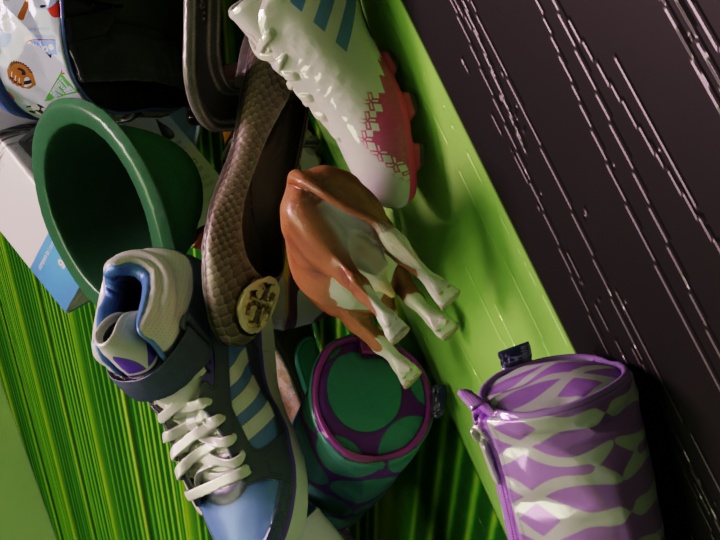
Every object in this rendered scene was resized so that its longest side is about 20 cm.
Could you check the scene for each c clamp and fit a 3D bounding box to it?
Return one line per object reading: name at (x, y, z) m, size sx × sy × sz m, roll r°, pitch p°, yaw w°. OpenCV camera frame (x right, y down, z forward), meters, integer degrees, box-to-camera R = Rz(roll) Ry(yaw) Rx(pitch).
c clamp at (-0.071, -0.164, 1.085) m, size 0.027 × 0.171 × 0.201 m, roll 5°, pitch 104°, yaw 23°

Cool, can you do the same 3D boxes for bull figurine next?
bull figurine at (0.000, 0.000, 1.023) m, size 0.121 × 0.065 × 0.200 m, roll 44°, pitch 177°, yaw 14°

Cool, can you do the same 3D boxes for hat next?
hat at (-0.117, -0.065, 1.236) m, size 0.200 × 0.176 × 0.166 m, roll -8°, pitch 104°, yaw 57°

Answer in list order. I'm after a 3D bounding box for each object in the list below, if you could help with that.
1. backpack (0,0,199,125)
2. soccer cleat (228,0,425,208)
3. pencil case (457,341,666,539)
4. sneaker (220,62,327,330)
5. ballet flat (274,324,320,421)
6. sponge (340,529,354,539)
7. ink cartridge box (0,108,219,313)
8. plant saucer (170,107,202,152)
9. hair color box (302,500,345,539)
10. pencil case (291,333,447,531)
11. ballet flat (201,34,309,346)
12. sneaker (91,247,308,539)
backpack at (-0.201, -0.191, 1.248) m, size 0.190 × 0.153 × 0.201 m, roll -31°, pitch -67°, yaw -73°
soccer cleat at (-0.028, -0.126, 1.012) m, size 0.070 × 0.086 × 0.201 m, roll 165°, pitch 89°, yaw -71°
pencil case at (0.107, 0.139, 0.858) m, size 0.084 × 0.085 × 0.201 m, roll 14°, pitch 119°, yaw 67°
sneaker at (-0.073, -0.054, 1.193) m, size 0.201 × 0.090 × 0.075 m, roll 63°, pitch 158°, yaw 23°
ballet flat at (-0.068, 0.043, 1.274) m, size 0.067 × 0.068 × 0.201 m, roll -5°, pitch 104°, yaw 28°
sponge at (-0.050, 0.188, 1.268) m, size 0.200 × 0.030 × 0.112 m, roll 45°, pitch -173°, yaw -45°
ink cartridge box at (-0.225, -0.090, 1.370) m, size 0.200 × 0.144 × 0.084 m, roll 49°, pitch 139°, yaw 10°
plant saucer at (-0.187, -0.171, 1.420) m, size 0.199 × 0.036 × 0.201 m, roll 26°, pitch 131°, yaw 34°
hair color box at (-0.015, 0.251, 1.160) m, size 0.200 × 0.100 × 0.060 m, roll 52°, pitch 168°, yaw -20°
pencil case at (-0.009, 0.109, 1.160) m, size 0.200 × 0.085 × 0.093 m, roll 119°, pitch 168°, yaw -66°
ballet flat at (-0.055, -0.053, 1.058) m, size 0.067 × 0.046 × 0.201 m, roll 20°, pitch -102°, yaw -67°
sneaker at (-0.110, 0.083, 1.066) m, size 0.080 × 0.146 × 0.201 m, roll -22°, pitch 66°, yaw 31°
